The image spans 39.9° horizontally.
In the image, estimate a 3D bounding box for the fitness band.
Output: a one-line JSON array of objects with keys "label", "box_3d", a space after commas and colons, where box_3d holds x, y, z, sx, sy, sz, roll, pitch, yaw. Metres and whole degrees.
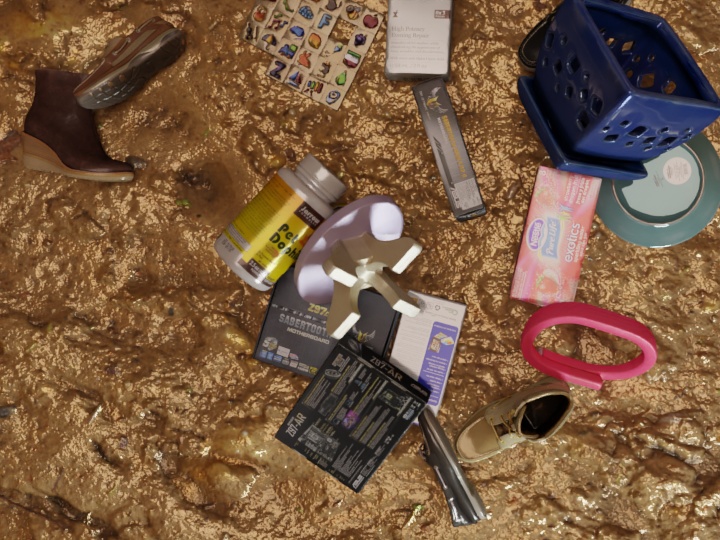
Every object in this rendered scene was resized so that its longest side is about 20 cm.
[{"label": "fitness band", "box_3d": [0.333, 0.110, 1.451, 0.200, 0.037, 0.144, 17, 136, -9]}]

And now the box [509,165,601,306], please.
[{"label": "box", "box_3d": [0.287, -0.047, 1.472, 0.094, 0.103, 0.200, 13, 95, 7]}]

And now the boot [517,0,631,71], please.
[{"label": "boot", "box_3d": [0.314, -0.382, 1.446, 0.200, 0.151, 0.073, -32, 78, 5]}]

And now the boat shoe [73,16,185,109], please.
[{"label": "boat shoe", "box_3d": [-0.373, -0.330, 1.571, 0.200, 0.076, 0.072, -38, 75, -15]}]

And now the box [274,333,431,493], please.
[{"label": "box", "box_3d": [-0.014, 0.219, 1.503, 0.160, 0.044, 0.200, 34, 113, 1]}]

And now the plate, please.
[{"label": "plate", "box_3d": [0.447, -0.135, 1.494, 0.200, 0.026, 0.201, 0, 89, 8]}]

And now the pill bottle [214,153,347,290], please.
[{"label": "pill bottle", "box_3d": [-0.114, -0.074, 1.460, 0.109, 0.109, 0.200, 43, 95, 6]}]

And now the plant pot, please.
[{"label": "plant pot", "box_3d": [0.348, -0.243, 1.389, 0.180, 0.200, 0.200, -53, 46, 40]}]

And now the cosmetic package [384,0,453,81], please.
[{"label": "cosmetic package", "box_3d": [0.092, -0.393, 1.518, 0.101, 0.074, 0.201, 2, 91, 7]}]

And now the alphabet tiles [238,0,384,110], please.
[{"label": "alphabet tiles", "box_3d": [-0.086, -0.371, 1.574, 0.200, 0.008, 0.167, 28, 93, 7]}]

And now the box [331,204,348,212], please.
[{"label": "box", "box_3d": [-0.039, -0.066, 1.537, 0.200, 0.064, 0.070, -2, 89, 8]}]

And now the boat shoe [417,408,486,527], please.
[{"label": "boat shoe", "box_3d": [0.124, 0.304, 1.498, 0.057, 0.067, 0.200, -27, 103, 9]}]

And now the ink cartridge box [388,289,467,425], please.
[{"label": "ink cartridge box", "box_3d": [0.095, 0.136, 1.533, 0.094, 0.037, 0.200, 15, 89, 6]}]

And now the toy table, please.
[{"label": "toy table", "box_3d": [0.000, 0.000, 1.427, 0.200, 0.184, 0.117, -57, 39, 24]}]

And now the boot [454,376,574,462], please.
[{"label": "boot", "box_3d": [0.223, 0.228, 1.455, 0.200, 0.155, 0.073, -29, 86, 7]}]

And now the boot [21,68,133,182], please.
[{"label": "boot", "box_3d": [-0.447, -0.232, 1.587, 0.200, 0.072, 0.167, 11, 93, 11]}]

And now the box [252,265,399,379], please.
[{"label": "box", "box_3d": [-0.051, 0.092, 1.544, 0.200, 0.051, 0.158, 18, 91, 6]}]

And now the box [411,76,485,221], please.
[{"label": "box", "box_3d": [0.135, -0.174, 1.468, 0.048, 0.158, 0.200, -18, 87, 9]}]
